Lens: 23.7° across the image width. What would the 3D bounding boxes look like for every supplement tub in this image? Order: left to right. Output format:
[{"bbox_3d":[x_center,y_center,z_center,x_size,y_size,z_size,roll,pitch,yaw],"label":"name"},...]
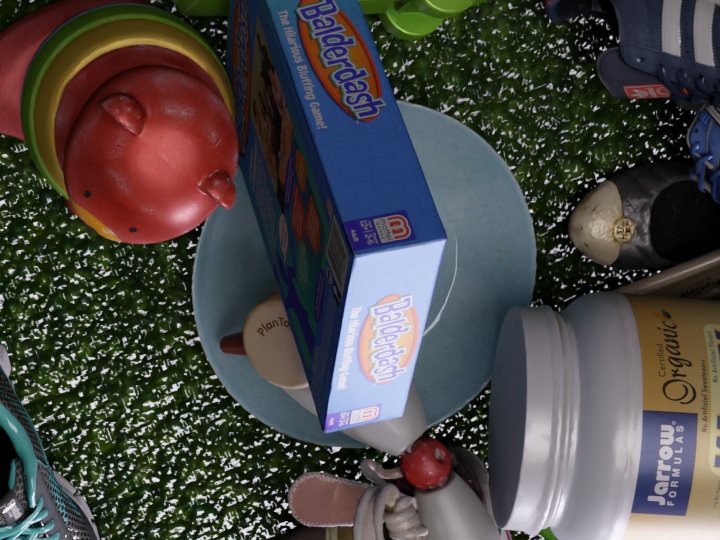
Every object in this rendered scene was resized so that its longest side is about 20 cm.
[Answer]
[{"bbox_3d":[0.177,0.086,0.938,0.199,0.144,0.145,4,105,-5],"label":"supplement tub"}]

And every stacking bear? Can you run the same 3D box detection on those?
[{"bbox_3d":[-0.111,-0.069,0.826,0.114,0.200,0.121,-44,113,-1],"label":"stacking bear"}]

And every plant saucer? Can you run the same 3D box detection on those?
[{"bbox_3d":[0.000,0.000,0.968,0.200,0.039,0.202,-4,106,-15],"label":"plant saucer"}]

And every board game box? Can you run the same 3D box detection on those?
[{"bbox_3d":[-0.019,-0.049,0.802,0.045,0.200,0.152,-11,149,-14],"label":"board game box"}]

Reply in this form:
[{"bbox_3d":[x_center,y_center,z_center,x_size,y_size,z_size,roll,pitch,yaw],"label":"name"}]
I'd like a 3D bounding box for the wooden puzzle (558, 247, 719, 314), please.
[{"bbox_3d":[0.230,0.075,1.030,0.184,0.037,0.200,-22,117,6],"label":"wooden puzzle"}]

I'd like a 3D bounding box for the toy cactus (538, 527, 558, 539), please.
[{"bbox_3d":[0.160,0.218,1.020,0.102,0.165,0.201,-25,117,-30],"label":"toy cactus"}]

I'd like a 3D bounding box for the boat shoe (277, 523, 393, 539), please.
[{"bbox_3d":[0.008,0.217,1.021,0.066,0.072,0.201,-12,127,20],"label":"boat shoe"}]

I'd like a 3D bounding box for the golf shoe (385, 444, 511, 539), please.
[{"bbox_3d":[0.068,0.200,0.987,0.072,0.092,0.201,-10,80,23],"label":"golf shoe"}]

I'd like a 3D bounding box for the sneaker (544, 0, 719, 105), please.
[{"bbox_3d":[0.182,-0.111,0.926,0.085,0.200,0.075,-46,151,0],"label":"sneaker"}]

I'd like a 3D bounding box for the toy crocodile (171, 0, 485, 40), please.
[{"bbox_3d":[-0.004,-0.157,0.908,0.199,0.067,0.062,-5,85,-18],"label":"toy crocodile"}]

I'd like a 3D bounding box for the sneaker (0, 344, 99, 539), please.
[{"bbox_3d":[-0.193,0.122,0.915,0.077,0.091,0.200,-27,111,-7],"label":"sneaker"}]

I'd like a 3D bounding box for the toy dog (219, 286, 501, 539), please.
[{"bbox_3d":[-0.010,0.082,0.913,0.132,0.096,0.201,-6,76,-53],"label":"toy dog"}]

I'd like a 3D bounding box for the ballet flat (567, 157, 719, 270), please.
[{"bbox_3d":[0.218,-0.031,1.015,0.199,0.057,0.067,-3,108,-16],"label":"ballet flat"}]

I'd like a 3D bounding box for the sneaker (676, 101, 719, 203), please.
[{"bbox_3d":[0.223,-0.049,0.954,0.077,0.200,0.076,-8,136,7],"label":"sneaker"}]
